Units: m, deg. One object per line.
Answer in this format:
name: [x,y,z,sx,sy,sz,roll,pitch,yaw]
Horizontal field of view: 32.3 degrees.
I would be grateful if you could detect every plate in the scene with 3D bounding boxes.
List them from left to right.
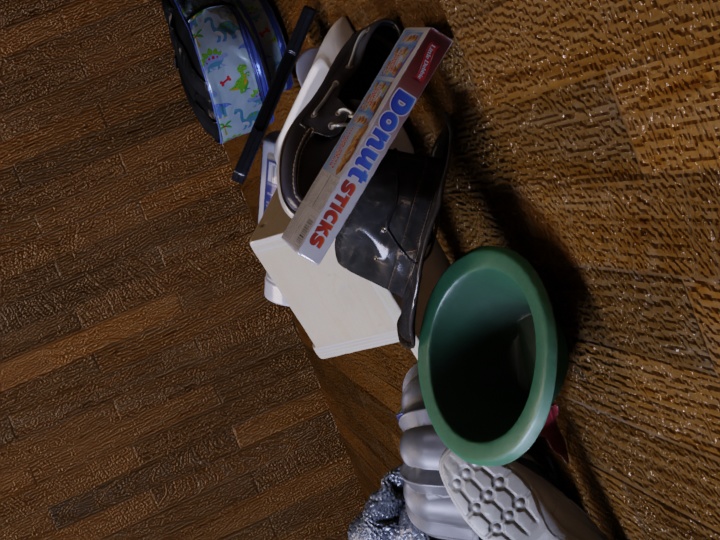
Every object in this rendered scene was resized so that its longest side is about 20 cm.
plate: [-0.031,-0.121,1.269,0.200,0.032,0.200,-60,44,42]

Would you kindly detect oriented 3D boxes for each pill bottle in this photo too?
pill bottle: [-0.070,-0.062,1.507,0.111,0.110,0.201,-132,45,-65]

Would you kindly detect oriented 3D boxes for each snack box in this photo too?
snack box: [0.002,-0.101,0.979,0.024,0.201,0.072,30,-178,-17]

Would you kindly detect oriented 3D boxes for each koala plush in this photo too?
koala plush: [0.105,0.358,1.598,0.200,0.183,0.178,46,161,35]

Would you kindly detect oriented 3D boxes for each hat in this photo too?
hat: [0.022,-0.038,1.020,0.201,0.080,0.202,-170,90,-89]
hat: [0.157,0.071,0.988,0.200,0.175,0.167,-15,74,59]

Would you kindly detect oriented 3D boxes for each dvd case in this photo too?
dvd case: [-0.101,-0.196,1.416,0.017,0.201,0.143,23,178,-6]

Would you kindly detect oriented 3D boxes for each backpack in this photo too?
backpack: [-0.173,-0.286,1.662,0.183,0.146,0.201,80,168,-52]

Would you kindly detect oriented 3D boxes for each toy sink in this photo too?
toy sink: [0.000,0.000,1.174,0.200,0.112,0.131,58,-147,-29]

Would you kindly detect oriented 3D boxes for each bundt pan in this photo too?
bundt pan: [0.082,0.174,1.239,0.202,0.075,0.203,-3,-90,-81]

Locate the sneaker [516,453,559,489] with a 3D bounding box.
sneaker: [0.177,0.265,1.202,0.147,0.080,0.201,-106,-8,-69]

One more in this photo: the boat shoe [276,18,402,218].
boat shoe: [-0.014,-0.132,1.058,0.072,0.201,0.063,27,154,-8]

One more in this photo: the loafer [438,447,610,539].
loafer: [0.147,0.213,1.059,0.200,0.070,0.070,43,-168,-4]

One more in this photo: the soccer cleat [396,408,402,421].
soccer cleat: [0.108,0.236,1.476,0.065,0.083,0.201,83,162,-59]

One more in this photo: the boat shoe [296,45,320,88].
boat shoe: [-0.025,-0.145,1.367,0.068,0.071,0.201,92,158,-72]
